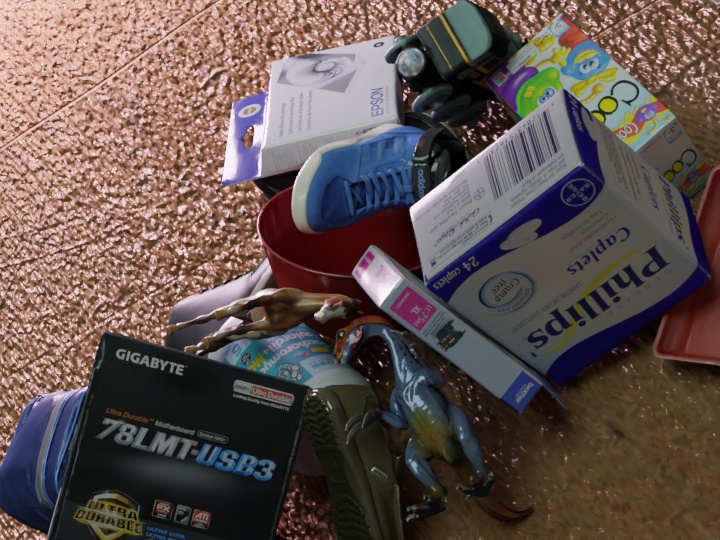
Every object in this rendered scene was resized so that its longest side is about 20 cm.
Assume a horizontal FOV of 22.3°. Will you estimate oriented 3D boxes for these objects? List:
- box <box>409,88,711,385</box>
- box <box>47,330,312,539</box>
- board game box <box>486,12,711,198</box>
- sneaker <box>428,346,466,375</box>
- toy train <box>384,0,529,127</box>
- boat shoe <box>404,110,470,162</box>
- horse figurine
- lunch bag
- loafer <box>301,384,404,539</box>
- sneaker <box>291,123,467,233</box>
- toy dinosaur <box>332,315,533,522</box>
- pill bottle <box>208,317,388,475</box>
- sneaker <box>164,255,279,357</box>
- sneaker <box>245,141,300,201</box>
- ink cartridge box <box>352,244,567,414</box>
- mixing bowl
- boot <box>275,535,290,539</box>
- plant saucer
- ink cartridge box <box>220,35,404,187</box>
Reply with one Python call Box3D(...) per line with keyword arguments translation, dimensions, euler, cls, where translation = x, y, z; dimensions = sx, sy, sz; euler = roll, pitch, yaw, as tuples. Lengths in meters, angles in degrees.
Box3D(translation=(0.177, -0.025, 1.611), dimensions=(0.183, 0.199, 0.106), euler=(-37, 39, 24), cls="box")
Box3D(translation=(-0.162, 0.175, 1.639), dimensions=(0.050, 0.198, 0.201), euler=(173, 113, -80), cls="box")
Box3D(translation=(0.227, -0.137, 1.747), dimensions=(0.105, 0.103, 0.200), euler=(-41, 46, 3), cls="board game box")
Box3D(translation=(0.120, -0.002, 1.739), dimensions=(0.080, 0.086, 0.201), euler=(19, 73, 42), cls="sneaker")
Box3D(translation=(0.104, -0.206, 1.820), dimensions=(0.113, 0.200, 0.086), euler=(-33, 75, 17), cls="toy train")
Box3D(translation=(0.075, -0.107, 1.854), dimensions=(0.070, 0.066, 0.201), euler=(-36, 47, 8), cls="boat shoe")
Box3D(translation=(-0.097, 0.046, 1.683), dimensions=(0.200, 0.131, 0.050), euler=(-23, 83, 63), cls="horse figurine")
Box3D(translation=(-0.233, 0.203, 1.769), dimensions=(0.132, 0.199, 0.137), euler=(-13, 54, 49), cls="lunch bag")
Box3D(translation=(0.010, 0.192, 1.638), dimensions=(0.067, 0.202, 0.076), euler=(-23, 16, -28), cls="loafer")
Box3D(translation=(0.027, -0.085, 1.731), dimensions=(0.110, 0.078, 0.199), euler=(10, 24, 33), cls="sneaker")
Box3D(translation=(0.046, 0.128, 1.608), dimensions=(0.104, 0.200, 0.183), euler=(-29, 54, 13), cls="toy dinosaur")
Box3D(translation=(-0.055, 0.122, 1.756), dimensions=(0.111, 0.111, 0.200), euler=(-47, 47, -3), cls="pill bottle")
Box3D(translation=(-0.123, 0.023, 1.892), dimensions=(0.106, 0.075, 0.201), euler=(31, 81, 41), cls="sneaker")
Box3D(translation=(-0.034, -0.096, 1.914), dimensions=(0.199, 0.080, 0.075), euler=(10, 43, 39), cls="sneaker")
Box3D(translation=(0.088, 0.060, 1.625), dimensions=(0.042, 0.199, 0.119), euler=(-53, 18, 5), cls="ink cartridge box")
Box3D(translation=(0.000, 0.000, 1.770), dimensions=(0.198, 0.109, 0.201), euler=(-1, 30, 0), cls="mixing bowl")
Box3D(translation=(-0.075, 0.297, 1.697), dimensions=(0.199, 0.074, 0.098), euler=(25, 98, 37), cls="boot")
Box3D(translation=(0.376, 0.006, 1.597), dimensions=(0.198, 0.037, 0.201), euler=(6, 63, 36), cls="plant saucer")
Box3D(translation=(-0.052, -0.171, 1.925), dimensions=(0.198, 0.041, 0.200), euler=(-13, 31, 8), cls="ink cartridge box")
